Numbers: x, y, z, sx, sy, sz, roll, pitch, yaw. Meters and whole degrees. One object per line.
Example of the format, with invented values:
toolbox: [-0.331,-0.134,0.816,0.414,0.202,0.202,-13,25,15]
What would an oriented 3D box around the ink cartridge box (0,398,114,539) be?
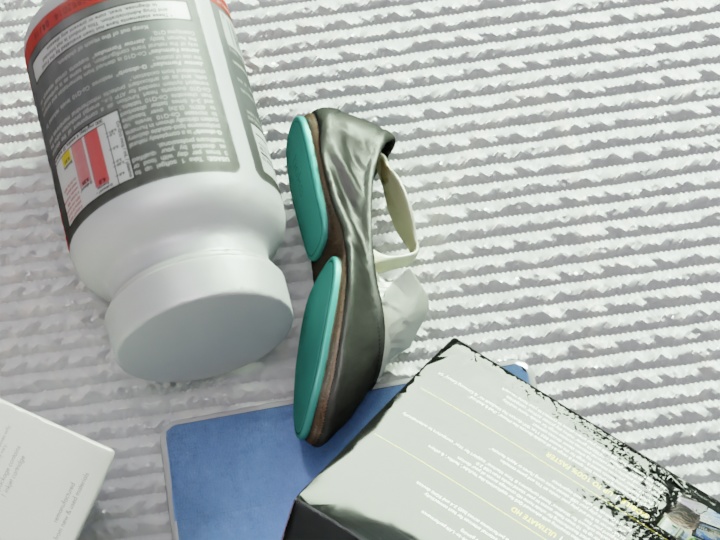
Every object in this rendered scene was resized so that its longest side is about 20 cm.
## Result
ink cartridge box: [-0.228,0.087,1.090,0.200,0.116,0.067,25,69,-3]

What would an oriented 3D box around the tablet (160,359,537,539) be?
tablet: [0.001,0.121,1.139,0.200,0.014,0.130,-10,64,0]

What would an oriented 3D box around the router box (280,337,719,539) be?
router box: [0.083,0.134,1.057,0.200,0.051,0.149,32,44,17]

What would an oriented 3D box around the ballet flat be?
ballet flat: [0.000,0.000,1.166,0.068,0.068,0.200,6,60,-15]

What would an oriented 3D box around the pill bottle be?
pill bottle: [-0.105,-0.051,1.174,0.116,0.116,0.200,-15,64,-2]
